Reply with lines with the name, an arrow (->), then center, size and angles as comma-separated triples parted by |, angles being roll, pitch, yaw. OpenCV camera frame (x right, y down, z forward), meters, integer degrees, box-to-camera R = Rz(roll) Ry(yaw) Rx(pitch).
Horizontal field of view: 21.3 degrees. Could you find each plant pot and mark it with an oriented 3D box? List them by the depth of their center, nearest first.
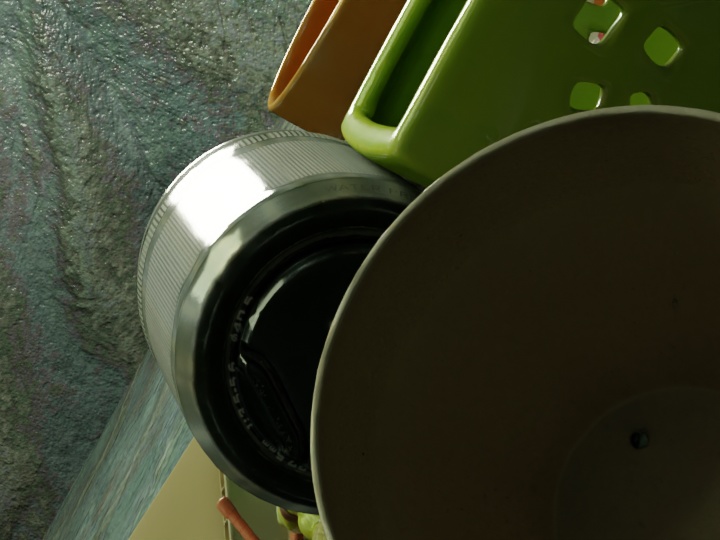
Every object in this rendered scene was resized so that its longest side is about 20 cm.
plant pot -> 0.098, 0.066, 0.636 | 0.202, 0.199, 0.135 | -64, -26, -13
plant pot -> 0.121, -0.102, 0.892 | 0.200, 0.180, 0.200 | -61, 10, 3
plant pot -> 0.061, -0.154, 1.322 | 0.201, 0.182, 0.200 | -58, 10, 16

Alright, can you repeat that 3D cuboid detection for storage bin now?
storage bin -> -0.089, 0.221, 1.230 | 0.201, 0.093, 0.199 | -55, 27, 30

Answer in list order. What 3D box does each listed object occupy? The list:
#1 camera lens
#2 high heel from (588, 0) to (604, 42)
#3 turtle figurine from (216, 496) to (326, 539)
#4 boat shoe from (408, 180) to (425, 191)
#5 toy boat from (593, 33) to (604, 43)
camera lens -> -0.026, 0.019, 0.947 | 0.161, 0.159, 0.200 | -61, 19, 5
high heel -> 0.156, -0.109, 1.170 | 0.200, 0.096, 0.067 | -43, 29, 0
turtle figurine -> 0.008, 0.126, 0.997 | 0.162, 0.064, 0.200 | -48, 43, -4
boat shoe -> 0.000, 0.000, 1.142 | 0.075, 0.065, 0.201 | -122, 51, -77
toy boat -> 0.111, -0.095, 1.064 | 0.201, 0.130, 0.131 | -57, 11, 23
